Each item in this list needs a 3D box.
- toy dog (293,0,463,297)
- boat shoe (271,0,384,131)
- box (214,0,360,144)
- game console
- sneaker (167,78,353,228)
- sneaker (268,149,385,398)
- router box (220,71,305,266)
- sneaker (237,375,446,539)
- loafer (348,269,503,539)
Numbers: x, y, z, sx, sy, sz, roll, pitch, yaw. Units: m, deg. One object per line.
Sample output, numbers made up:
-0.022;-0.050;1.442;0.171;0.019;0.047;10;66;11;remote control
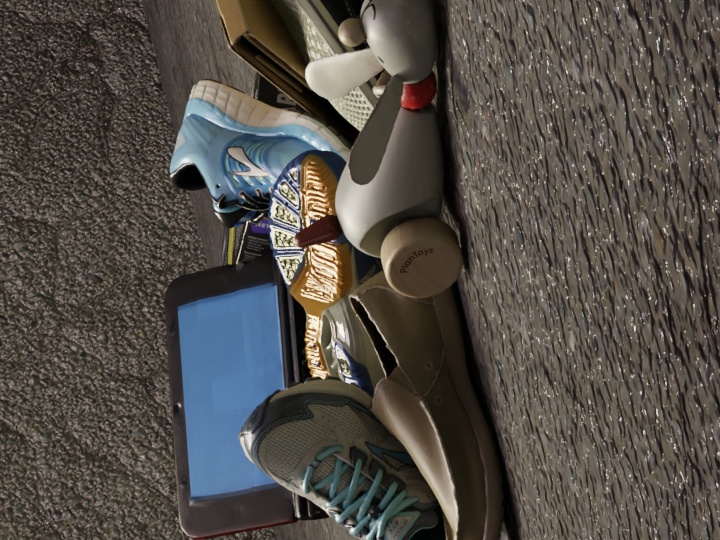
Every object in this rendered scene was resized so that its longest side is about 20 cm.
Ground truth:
0.001;-0.076;1.325;0.132;0.095;0.202;-120;19;-66;toy dog
-0.019;-0.176;1.470;0.201;0.062;0.075;60;165;17;boat shoe
-0.056;-0.187;1.560;0.163;0.021;0.201;36;-154;-44;box
-0.085;0.079;1.603;0.172;0.117;0.202;89;176;-76;game console
-0.057;-0.061;1.540;0.199;0.090;0.078;22;170;43;sneaker
0.000;0.000;1.469;0.075;0.088;0.201;26;137;44;sneaker
-0.076;-0.051;1.800;0.201;0.052;0.158;-88;11;-46;router box
0.011;0.136;1.429;0.199;0.078;0.087;28;-161;-36;sneaker
0.040;0.089;1.403;0.076;0.067;0.202;102;155;-73;loafer
